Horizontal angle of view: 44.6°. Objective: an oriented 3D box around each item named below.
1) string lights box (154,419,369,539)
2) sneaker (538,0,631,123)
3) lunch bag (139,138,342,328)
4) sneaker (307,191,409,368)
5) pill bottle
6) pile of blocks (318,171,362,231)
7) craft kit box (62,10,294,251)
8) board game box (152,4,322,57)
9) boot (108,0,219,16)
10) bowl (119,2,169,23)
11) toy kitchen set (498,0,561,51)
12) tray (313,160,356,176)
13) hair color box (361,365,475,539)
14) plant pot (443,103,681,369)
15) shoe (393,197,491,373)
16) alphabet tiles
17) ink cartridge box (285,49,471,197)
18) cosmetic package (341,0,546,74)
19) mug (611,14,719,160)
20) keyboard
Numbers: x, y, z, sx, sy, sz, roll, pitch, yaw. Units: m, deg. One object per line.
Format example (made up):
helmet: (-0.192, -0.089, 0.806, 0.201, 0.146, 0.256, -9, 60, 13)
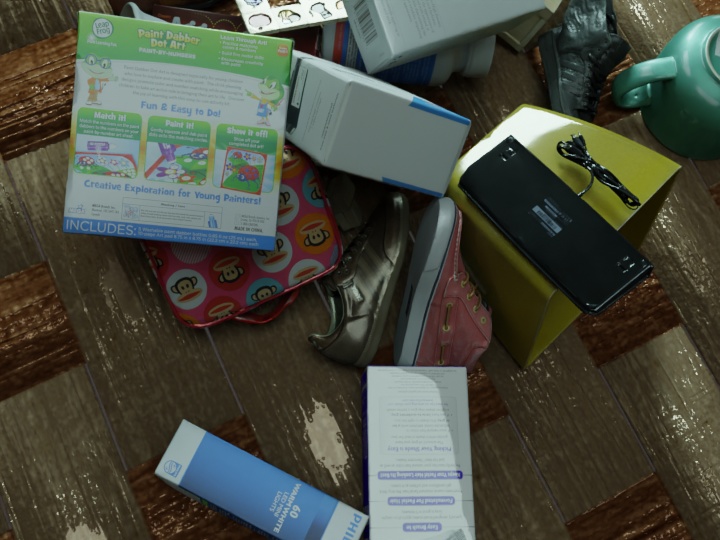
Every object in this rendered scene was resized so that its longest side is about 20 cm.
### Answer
string lights box: (-0.096, 0.224, 0.857, 0.198, 0.103, 0.059, 27, 71, 2)
sneaker: (0.274, -0.245, 1.046, 0.103, 0.060, 0.203, -21, 67, 30)
lunch bag: (-0.120, -0.029, 0.916, 0.198, 0.082, 0.178, -21, 113, -5)
sneaker: (0.000, 0.000, 0.951, 0.075, 0.070, 0.203, 17, 72, -13)
pill bottle: (0.054, -0.276, 1.029, 0.197, 0.112, 0.114, 6, 72, -4)
pile of blocks: (-0.091, -0.097, 0.991, 0.198, 0.083, 0.062, 23, 35, -6)
craft kit box: (-0.169, -0.126, 0.821, 0.197, 0.049, 0.201, 6, 95, -10)
board game box: (-0.147, -0.238, 1.005, 0.197, 0.019, 0.105, 10, 96, 8)
boot: (-0.218, -0.380, 0.985, 0.187, 0.201, 0.069, -29, 67, -13)
bowl: (-0.213, -0.176, 0.939, 0.089, 0.201, 0.204, 2, 71, -24)
toy kitchen set: (0.188, -0.421, 1.058, 0.199, 0.163, 0.181, 37, 59, -5)
tray: (-0.034, -0.166, 1.032, 0.197, 0.022, 0.109, 15, 72, -1)
hair color box: (0.057, 0.203, 0.901, 0.108, 0.065, 0.203, 2, 70, -6)
plant pot: (0.187, -0.051, 0.938, 0.200, 0.201, 0.176, -42, 69, -16)
shoe: (0.097, 0.020, 0.914, 0.090, 0.202, 0.072, 7, 30, -8)
alphabet tiles: (-0.052, -0.335, 0.983, 0.197, 0.008, 0.169, -14, 58, -15)
ink cartridge box: (-0.005, -0.156, 0.893, 0.143, 0.200, 0.085, 12, 107, -31)
cosmetic package: (0.088, -0.291, 0.937, 0.198, 0.074, 0.103, -21, 93, -21)
mug: (0.415, -0.217, 1.046, 0.184, 0.115, 0.153, -31, 78, -15)
keyboard: (0.194, -0.058, 0.824, 0.126, 0.021, 0.200, -36, 61, -6)
